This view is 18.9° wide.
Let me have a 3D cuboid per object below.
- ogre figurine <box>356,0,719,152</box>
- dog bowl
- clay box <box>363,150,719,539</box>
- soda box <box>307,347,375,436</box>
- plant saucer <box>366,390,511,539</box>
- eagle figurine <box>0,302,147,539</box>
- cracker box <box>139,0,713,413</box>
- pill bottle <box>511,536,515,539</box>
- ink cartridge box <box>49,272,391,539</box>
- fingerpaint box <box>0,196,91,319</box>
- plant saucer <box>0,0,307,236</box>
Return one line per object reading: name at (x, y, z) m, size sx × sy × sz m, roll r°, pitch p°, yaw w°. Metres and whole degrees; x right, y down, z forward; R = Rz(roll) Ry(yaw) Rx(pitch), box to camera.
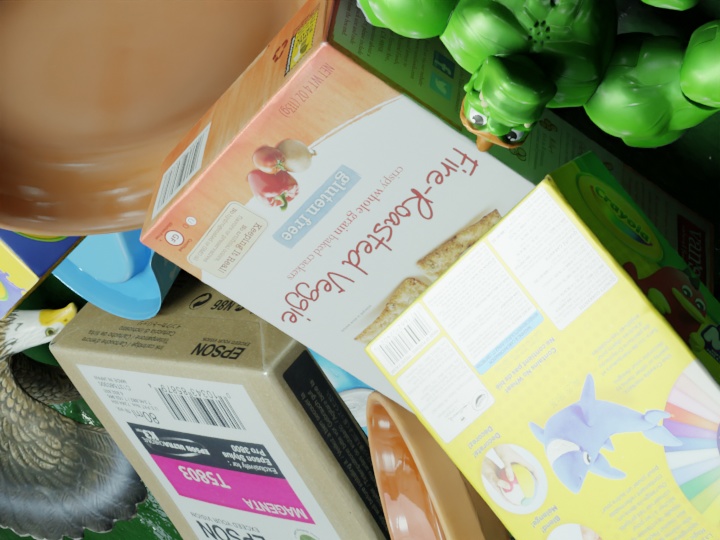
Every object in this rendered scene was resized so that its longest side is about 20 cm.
ogre figurine at (0.077, -0.105, 0.780) m, size 0.199 × 0.099 × 0.120 m, roll 8°, pitch 149°, yaw -16°
dog bowl at (-0.147, -0.061, 1.153) m, size 0.111 × 0.050 × 0.201 m, roll 21°, pitch 144°, yaw 32°
clay box at (0.106, 0.069, 0.823) m, size 0.200 × 0.048 × 0.115 m, roll 51°, pitch 124°, yaw 6°
soda box at (0.000, 0.000, 1.043) m, size 0.068 × 0.064 × 0.201 m, roll 1°, pitch 131°, yaw 50°
plant saucer at (0.049, 0.147, 0.993) m, size 0.200 × 0.032 × 0.201 m, roll 162°, pitch 90°, yaw -82°
eagle figurine at (-0.220, 0.063, 1.298) m, size 0.150 × 0.152 × 0.200 m, roll 1°, pitch 133°, yaw 43°
cracker box at (0.029, -0.015, 0.892) m, size 0.199 × 0.058 × 0.134 m, roll 32°, pitch 128°, yaw -19°
pill bottle at (0.131, 0.176, 1.010) m, size 0.114 × 0.114 × 0.200 m, roll 50°, pitch 177°, yaw -14°
ink cartridge box at (-0.058, 0.086, 1.218) m, size 0.199 × 0.075 × 0.165 m, roll 3°, pitch 132°, yaw 47°
fingerpaint box at (-0.175, -0.109, 1.002) m, size 0.200 × 0.167 × 0.073 m, roll 45°, pitch 151°, yaw -5°
plant saucer at (-0.094, -0.086, 0.884) m, size 0.201 × 0.199 × 0.038 m, roll 101°, pitch 154°, yaw -57°
